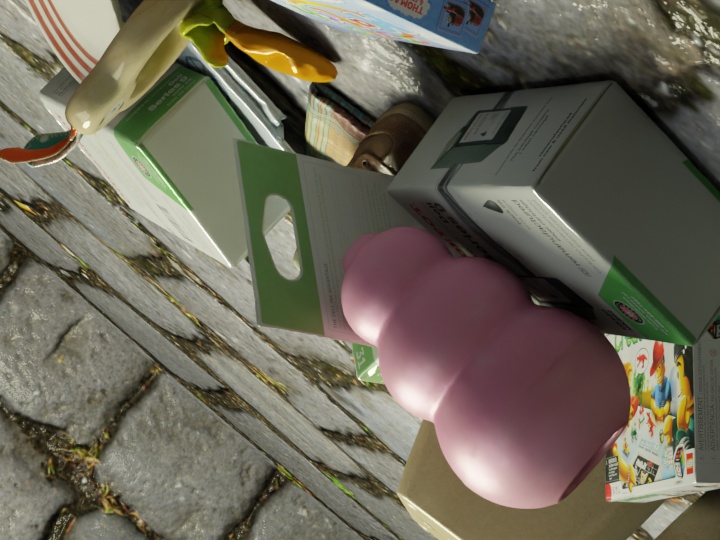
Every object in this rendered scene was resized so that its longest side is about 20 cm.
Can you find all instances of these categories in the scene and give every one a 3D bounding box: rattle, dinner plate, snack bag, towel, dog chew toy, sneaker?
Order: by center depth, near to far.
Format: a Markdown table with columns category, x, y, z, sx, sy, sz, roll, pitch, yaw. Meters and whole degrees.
| category | x | y | z | sx | sy | sz | roll | pitch | yaw |
| --- | --- | --- | --- | --- | --- | --- | --- | --- | --- |
| dog chew toy | 0.068 | 0.051 | 1.131 | 0.200 | 0.125 | 0.125 | 41 | 168 | 15 |
| rattle | -0.139 | -0.112 | 1.312 | 0.143 | 0.201 | 0.130 | 42 | 166 | -16 |
| sneaker | 0.008 | -0.048 | 1.338 | 0.070 | 0.076 | 0.200 | 40 | 152 | 0 |
| dinner plate | -0.229 | -0.228 | 1.441 | 0.200 | 0.024 | 0.201 | 48 | 156 | 30 |
| towel | 0.014 | -0.068 | 1.446 | 0.146 | 0.022 | 0.200 | 36 | 166 | 8 |
| snack bag | -0.102 | -0.125 | 1.520 | 0.200 | 0.021 | 0.188 | 49 | 167 | -21 |

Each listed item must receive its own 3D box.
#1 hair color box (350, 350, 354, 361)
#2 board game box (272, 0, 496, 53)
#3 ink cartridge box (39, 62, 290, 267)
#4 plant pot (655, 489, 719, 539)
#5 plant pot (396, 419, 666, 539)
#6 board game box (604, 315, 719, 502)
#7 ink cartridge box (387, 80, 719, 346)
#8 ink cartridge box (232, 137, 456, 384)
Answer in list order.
| category | x | y | z | sx | sy | sz | roll | pitch | yaw |
| --- | --- | --- | --- | --- | --- | --- | --- | --- | --- |
| hair color box | 0.084 | 0.038 | 1.371 | 0.064 | 0.112 | 0.199 | 36 | 165 | -25 |
| board game box | -0.043 | -0.179 | 1.048 | 0.199 | 0.037 | 0.151 | 18 | -179 | -36 |
| ink cartridge box | -0.162 | -0.103 | 1.531 | 0.199 | 0.088 | 0.146 | 25 | 157 | 53 |
| plant pot | 0.313 | 0.223 | 1.210 | 0.200 | 0.178 | 0.199 | 48 | 155 | -28 |
| plant pot | 0.137 | 0.160 | 1.498 | 0.199 | 0.178 | 0.200 | 36 | 171 | 16 |
| board game box | 0.207 | 0.086 | 1.239 | 0.034 | 0.128 | 0.200 | 3 | 169 | -8 |
| ink cartridge box | 0.126 | -0.034 | 1.126 | 0.146 | 0.084 | 0.200 | 42 | 166 | -19 |
| ink cartridge box | 0.000 | 0.000 | 1.225 | 0.198 | 0.147 | 0.048 | 10 | 145 | -30 |
